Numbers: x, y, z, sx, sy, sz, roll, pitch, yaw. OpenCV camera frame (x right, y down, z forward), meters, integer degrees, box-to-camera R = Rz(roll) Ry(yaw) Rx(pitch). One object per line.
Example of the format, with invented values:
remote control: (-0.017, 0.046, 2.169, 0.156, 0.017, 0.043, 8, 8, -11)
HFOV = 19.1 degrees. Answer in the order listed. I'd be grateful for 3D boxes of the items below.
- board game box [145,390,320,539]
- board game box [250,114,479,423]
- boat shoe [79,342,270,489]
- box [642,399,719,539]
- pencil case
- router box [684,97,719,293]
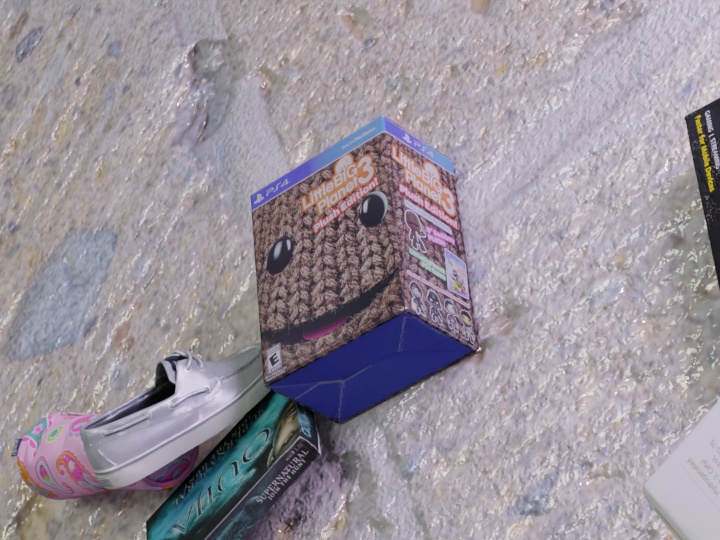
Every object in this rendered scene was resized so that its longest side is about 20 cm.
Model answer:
board game box: (-0.112, 0.188, 1.840, 0.200, 0.028, 0.135, -48, 20, 13)
board game box: (0.000, 0.000, 1.820, 0.159, 0.097, 0.201, -30, 49, 30)
boat shoe: (-0.153, 0.109, 1.847, 0.200, 0.072, 0.070, -34, 19, -23)
box: (0.326, 0.163, 1.319, 0.171, 0.199, 0.200, -50, 42, 12)
pencil case: (-0.234, 0.164, 1.956, 0.200, 0.087, 0.088, -10, 60, 50)
router box: (0.324, -0.058, 1.561, 0.149, 0.051, 0.201, -28, 49, 29)
